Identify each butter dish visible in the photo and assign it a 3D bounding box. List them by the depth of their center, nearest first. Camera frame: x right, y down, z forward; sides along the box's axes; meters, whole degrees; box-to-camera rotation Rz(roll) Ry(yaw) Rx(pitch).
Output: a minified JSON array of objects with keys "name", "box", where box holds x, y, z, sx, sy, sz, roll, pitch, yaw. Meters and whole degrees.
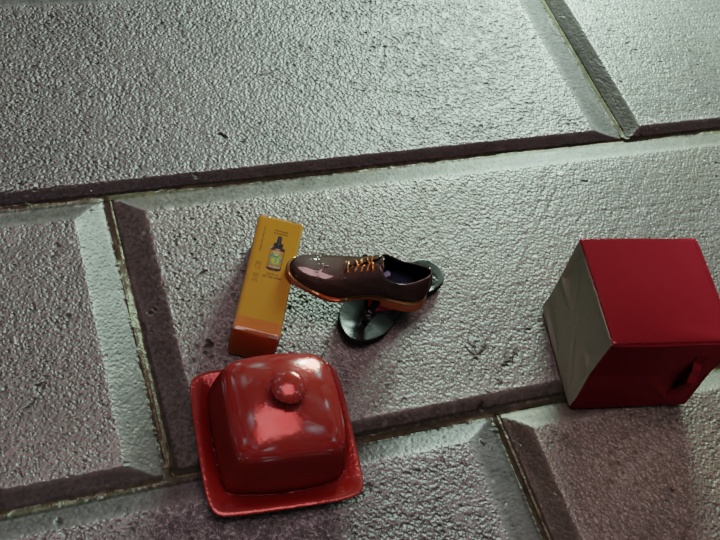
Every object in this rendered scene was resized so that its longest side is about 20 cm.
[{"name":"butter dish","box":[-0.096,0.173,1.261,0.198,0.148,0.201,-4,54,-17]}]

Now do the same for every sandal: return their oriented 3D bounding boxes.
[{"name":"sandal","box":[0.043,0.033,1.466,0.075,0.045,0.200,43,55,18]}]

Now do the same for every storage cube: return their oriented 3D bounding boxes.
[{"name":"storage cube","box":[0.376,0.072,1.445,0.178,0.171,0.201,-1,55,-13]}]

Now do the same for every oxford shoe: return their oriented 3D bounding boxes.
[{"name":"oxford shoe","box":[0.000,0.000,1.401,0.198,0.073,0.072,8,53,-12]}]

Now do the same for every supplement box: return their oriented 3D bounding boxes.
[{"name":"supplement box","box":[-0.128,0.021,1.418,0.066,0.069,0.201,14,53,-5]}]
